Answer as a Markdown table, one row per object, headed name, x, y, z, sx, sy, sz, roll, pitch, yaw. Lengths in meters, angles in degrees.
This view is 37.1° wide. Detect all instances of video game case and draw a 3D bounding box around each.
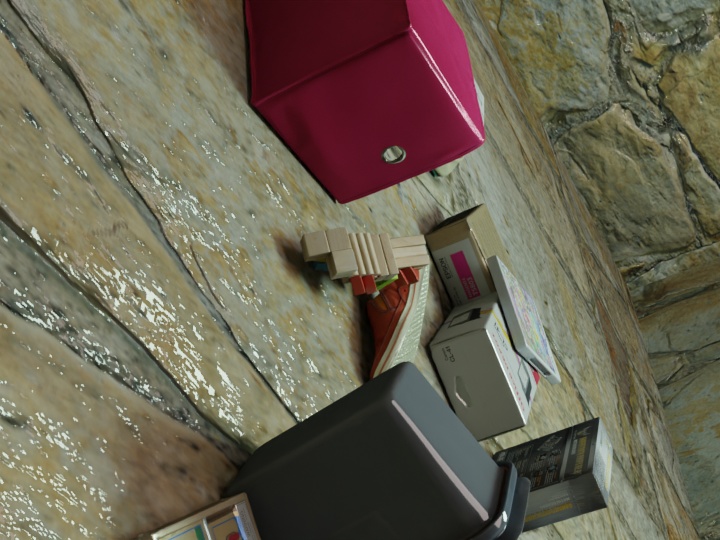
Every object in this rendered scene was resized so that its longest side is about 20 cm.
| name | x | y | z | sx | sy | sz | roll | pitch | yaw |
| --- | --- | --- | --- | --- | --- | --- | --- | --- | --- |
| video game case | 0.237 | 0.075 | 1.545 | 0.200 | 0.018 | 0.143 | 41 | 30 | -59 |

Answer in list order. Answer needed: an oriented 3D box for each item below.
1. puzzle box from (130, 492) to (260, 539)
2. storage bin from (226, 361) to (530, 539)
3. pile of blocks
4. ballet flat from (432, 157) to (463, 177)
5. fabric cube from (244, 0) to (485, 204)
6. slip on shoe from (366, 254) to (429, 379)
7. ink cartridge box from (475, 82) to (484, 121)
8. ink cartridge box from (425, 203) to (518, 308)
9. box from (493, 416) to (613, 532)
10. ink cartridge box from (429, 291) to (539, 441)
| name | x | y | z | sx | sy | sz | roll | pitch | yaw |
| --- | --- | --- | --- | --- | --- | --- | --- | --- | --- |
| puzzle box | -0.083 | 0.255 | 0.701 | 0.133 | 0.025 | 0.200 | -3 | 72 | -70 |
| storage bin | 0.001 | 0.170 | 0.793 | 0.134 | 0.200 | 0.146 | 54 | 20 | -6 |
| pile of blocks | 0.000 | 0.000 | 1.137 | 0.200 | 0.082 | 0.062 | 3 | 68 | -54 |
| ballet flat | 0.108 | -0.220 | 1.694 | 0.200 | 0.069 | 0.070 | 44 | 30 | -50 |
| fabric cube | 0.005 | -0.233 | 1.216 | 0.199 | 0.196 | 0.200 | 47 | 28 | -47 |
| slip on shoe | 0.035 | 0.057 | 1.203 | 0.074 | 0.061 | 0.200 | 83 | 16 | -46 |
| ink cartridge box | 0.149 | -0.304 | 1.866 | 0.145 | 0.087 | 0.200 | 58 | 19 | -26 |
| ink cartridge box | 0.182 | 0.011 | 1.627 | 0.200 | 0.075 | 0.165 | 67 | 20 | -4 |
| box | 0.237 | 0.264 | 1.370 | 0.048 | 0.158 | 0.200 | 66 | 18 | -6 |
| ink cartridge box | 0.172 | 0.127 | 1.457 | 0.148 | 0.086 | 0.200 | 66 | 17 | -7 |
